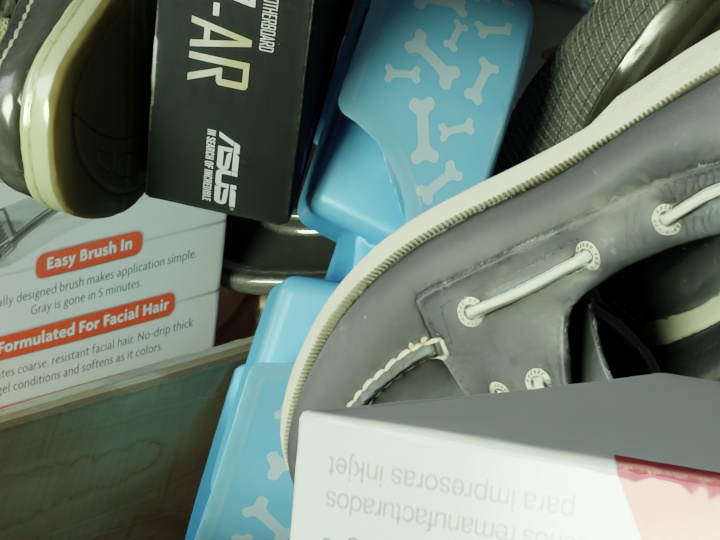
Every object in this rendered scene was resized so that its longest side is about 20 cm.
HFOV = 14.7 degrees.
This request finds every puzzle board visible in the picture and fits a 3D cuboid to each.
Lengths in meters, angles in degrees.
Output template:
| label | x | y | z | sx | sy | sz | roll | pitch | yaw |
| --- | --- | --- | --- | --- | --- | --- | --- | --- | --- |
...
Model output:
| label | x | y | z | sx | sy | sz | roll | pitch | yaw |
| --- | --- | --- | --- | --- | --- | --- | --- | --- | --- |
| puzzle board | -0.110 | 0.101 | 0.838 | 0.017 | 0.200 | 0.151 | 32 | 115 | 26 |

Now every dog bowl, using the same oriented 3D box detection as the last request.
| label | x | y | z | sx | sy | sz | roll | pitch | yaw |
| --- | --- | --- | --- | --- | --- | --- | --- | --- | --- |
| dog bowl | 0.000 | 0.000 | 0.816 | 0.111 | 0.049 | 0.201 | 156 | 133 | -85 |

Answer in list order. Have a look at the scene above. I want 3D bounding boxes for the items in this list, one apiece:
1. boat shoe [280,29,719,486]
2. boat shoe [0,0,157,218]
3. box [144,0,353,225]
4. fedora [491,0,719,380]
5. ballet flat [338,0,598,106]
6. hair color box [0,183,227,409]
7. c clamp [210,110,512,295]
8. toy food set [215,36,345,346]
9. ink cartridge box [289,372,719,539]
| label | x | y | z | sx | sy | sz | roll | pitch | yaw |
| --- | --- | --- | --- | --- | --- | --- | --- | --- | --- |
| boat shoe | 0.051 | 0.016 | 0.664 | 0.200 | 0.073 | 0.063 | -39 | 37 | 32 |
| boat shoe | -0.083 | -0.072 | 0.819 | 0.201 | 0.066 | 0.072 | -66 | -19 | -62 |
| box | -0.015 | -0.139 | 0.788 | 0.160 | 0.043 | 0.200 | 99 | -176 | -47 |
| fedora | 0.125 | -0.023 | 0.741 | 0.200 | 0.090 | 0.177 | -42 | 34 | 36 |
| ballet flat | 0.042 | -0.083 | 0.890 | 0.200 | 0.074 | 0.074 | 12 | 72 | 31 |
| hair color box | -0.107 | 0.036 | 0.894 | 0.064 | 0.111 | 0.201 | 34 | 126 | 41 |
| c clamp | 0.022 | -0.053 | 0.926 | 0.170 | 0.027 | 0.200 | -5 | 52 | 17 |
| toy food set | -0.055 | -0.011 | 1.012 | 0.200 | 0.049 | 0.198 | -33 | 40 | 32 |
| ink cartridge box | 0.076 | 0.130 | 0.539 | 0.145 | 0.144 | 0.201 | 7 | 96 | 33 |
